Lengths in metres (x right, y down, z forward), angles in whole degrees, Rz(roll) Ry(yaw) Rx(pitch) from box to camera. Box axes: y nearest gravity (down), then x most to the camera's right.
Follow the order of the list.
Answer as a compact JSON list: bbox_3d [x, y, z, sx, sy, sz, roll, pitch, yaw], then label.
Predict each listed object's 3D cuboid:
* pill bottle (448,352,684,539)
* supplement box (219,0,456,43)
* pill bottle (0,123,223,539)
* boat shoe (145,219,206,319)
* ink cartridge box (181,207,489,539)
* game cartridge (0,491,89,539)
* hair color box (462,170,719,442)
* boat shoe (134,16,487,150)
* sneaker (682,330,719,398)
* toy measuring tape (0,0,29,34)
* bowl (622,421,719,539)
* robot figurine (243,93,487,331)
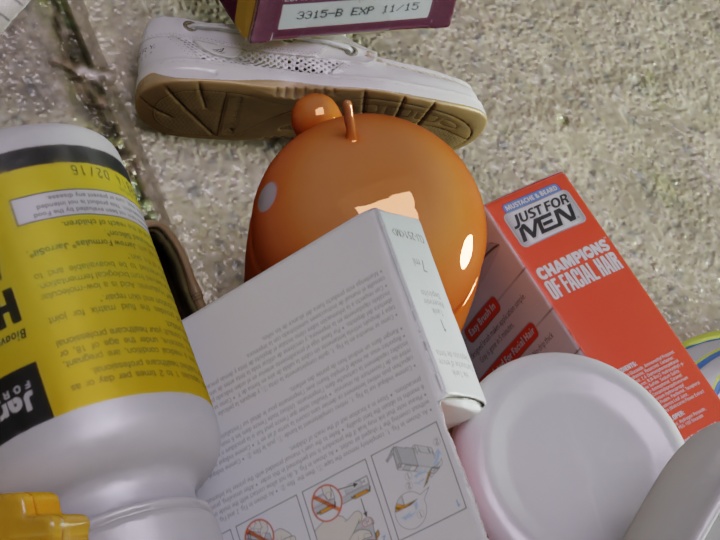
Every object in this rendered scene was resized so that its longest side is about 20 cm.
[{"bbox_3d":[0.064,0.130,0.949,0.115,0.200,0.117,10,58,-16],"label":"pill bottle"},{"bbox_3d":[-0.036,-0.226,1.147,0.130,0.104,0.200,-7,44,-25],"label":"supplement box"},{"bbox_3d":[-0.123,0.049,0.861,0.111,0.111,0.201,-11,65,-28],"label":"pill bottle"},{"bbox_3d":[-0.090,0.070,0.988,0.074,0.066,0.201,-10,72,-46],"label":"boat shoe"},{"bbox_3d":[-0.034,0.095,0.886,0.043,0.199,0.175,13,52,-57],"label":"ink cartridge box"},{"bbox_3d":[-0.174,0.191,0.801,0.032,0.175,0.202,4,79,-56],"label":"game cartridge"},{"bbox_3d":[0.117,0.064,1.067,0.064,0.111,0.201,-24,72,-33],"label":"hair color box"},{"bbox_3d":[-0.025,-0.110,1.137,0.198,0.071,0.070,7,58,-17],"label":"boat shoe"},{"bbox_3d":[0.251,0.044,1.138,0.199,0.105,0.076,-13,66,-29],"label":"sneaker"},{"bbox_3d":[-0.209,-0.087,1.025,0.073,0.074,0.200,38,83,3],"label":"toy measuring tape"},{"bbox_3d":[0.156,0.170,0.842,0.200,0.074,0.201,39,74,-36],"label":"bowl"},{"bbox_3d":[-0.001,-0.001,0.998,0.116,0.200,0.145,21,64,4],"label":"robot figurine"}]
